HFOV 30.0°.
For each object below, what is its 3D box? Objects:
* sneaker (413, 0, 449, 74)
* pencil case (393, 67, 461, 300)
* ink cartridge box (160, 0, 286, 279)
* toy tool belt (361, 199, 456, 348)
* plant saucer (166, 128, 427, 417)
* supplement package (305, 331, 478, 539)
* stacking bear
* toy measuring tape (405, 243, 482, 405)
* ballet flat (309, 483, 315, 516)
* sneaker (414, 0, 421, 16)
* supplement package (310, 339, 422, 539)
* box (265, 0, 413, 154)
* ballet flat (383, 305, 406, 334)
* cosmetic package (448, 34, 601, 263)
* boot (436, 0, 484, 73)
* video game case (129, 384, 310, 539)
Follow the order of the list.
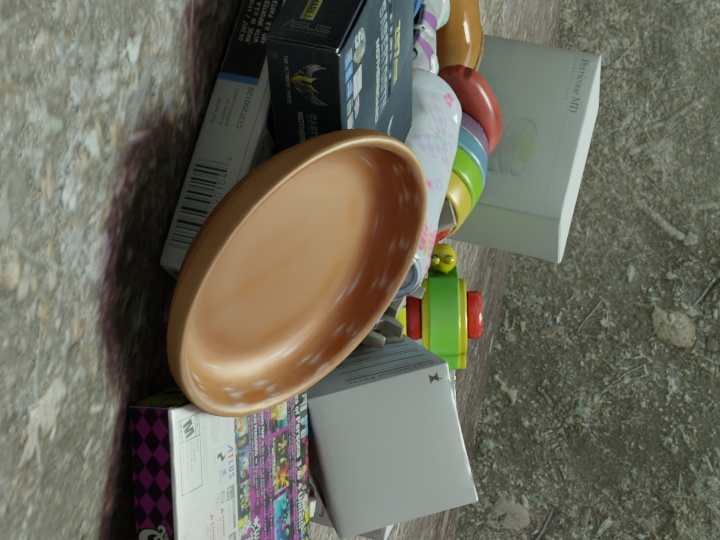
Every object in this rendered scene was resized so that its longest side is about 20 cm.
[{"bbox_3d":[0.036,-0.246,1.147,0.200,0.077,0.140,-78,171,-49],"label":"sneaker"},{"bbox_3d":[0.022,-0.069,1.032,0.091,0.083,0.200,44,41,-26],"label":"pencil case"},{"bbox_3d":[-0.063,-0.067,0.906,0.200,0.043,0.199,58,46,-72],"label":"ink cartridge box"},{"bbox_3d":[0.000,0.000,1.090,0.125,0.122,0.200,90,17,-47],"label":"toy tool belt"},{"bbox_3d":[-0.041,-0.001,0.812,0.200,0.037,0.201,-35,147,-27],"label":"plant saucer"},{"bbox_3d":[0.009,0.123,1.068,0.200,0.109,0.114,-157,-127,-81],"label":"supplement package"},{"bbox_3d":[0.053,-0.074,1.238,0.114,0.121,0.200,49,49,-32],"label":"stacking bear"},{"bbox_3d":[0.072,0.077,1.150,0.074,0.073,0.201,2,87,-79],"label":"toy measuring tape"},{"bbox_3d":[-0.073,0.187,1.069,0.200,0.070,0.068,14,89,-79],"label":"ballet flat"},{"bbox_3d":[0.026,-0.252,1.073,0.078,0.066,0.201,41,67,-70],"label":"sneaker"},{"bbox_3d":[0.008,0.142,1.318,0.200,0.110,0.156,-48,149,-70],"label":"supplement package"},{"bbox_3d":[-0.007,-0.121,0.881,0.200,0.051,0.158,89,17,-49],"label":"box"},{"bbox_3d":[0.026,0.029,1.300,0.200,0.066,0.067,-50,132,-71],"label":"ballet flat"},{"bbox_3d":[0.143,-0.138,1.451,0.123,0.199,0.200,75,29,-67],"label":"cosmetic package"},{"bbox_3d":[0.082,-0.285,1.325,0.155,0.073,0.201,40,52,-79],"label":"boot"},{"bbox_3d":[-0.087,0.163,0.894,0.181,0.036,0.201,-23,114,-63],"label":"video game case"}]
